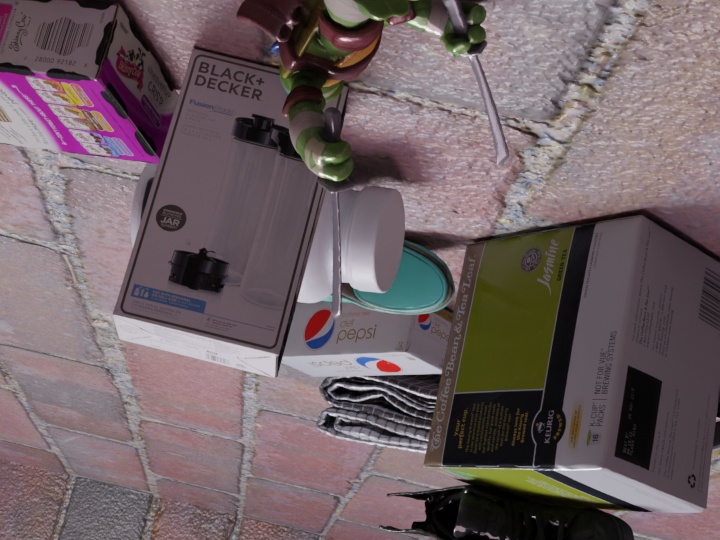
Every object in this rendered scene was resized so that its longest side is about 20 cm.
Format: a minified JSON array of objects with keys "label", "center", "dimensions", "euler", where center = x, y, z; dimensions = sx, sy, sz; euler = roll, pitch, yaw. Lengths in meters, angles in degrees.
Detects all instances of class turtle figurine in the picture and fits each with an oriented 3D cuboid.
[{"label":"turtle figurine","center":[0.025,-0.112,0.749],"dimensions":[0.143,0.201,0.194],"euler":[-18,164,-17]}]

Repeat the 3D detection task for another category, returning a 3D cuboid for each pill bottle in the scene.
[{"label":"pill bottle","center":[-0.071,-0.035,1.081],"dimensions":[0.199,0.113,0.112],"euler":[8,161,17]}]

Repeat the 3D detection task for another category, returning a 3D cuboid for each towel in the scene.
[{"label":"towel","center":[0.070,0.153,1.523],"dimensions":[0.199,0.086,0.166],"euler":[8,180,18]}]

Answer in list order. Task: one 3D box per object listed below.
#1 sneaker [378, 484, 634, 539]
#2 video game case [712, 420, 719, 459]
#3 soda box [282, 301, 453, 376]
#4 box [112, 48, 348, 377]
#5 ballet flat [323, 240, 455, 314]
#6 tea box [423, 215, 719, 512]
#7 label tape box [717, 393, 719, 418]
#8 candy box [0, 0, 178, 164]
[{"label":"sneaker","center":[0.117,0.212,1.125],"dimensions":[0.104,0.060,0.199],"euler":[20,166,-37]},{"label":"video game case","center":[0.266,0.176,1.268],"dimensions":[0.180,0.026,0.200],"euler":[-18,166,10]},{"label":"soda box","center":[0.002,0.069,1.415],"dimensions":[0.199,0.064,0.068],"euler":[-5,155,45]},{"label":"box","center":[-0.087,-0.041,0.937],"dimensions":[0.116,0.201,0.060],"euler":[15,160,1]},{"label":"ballet flat","center":[0.000,0.000,1.236],"dimensions":[0.199,0.068,0.070],"euler":[5,-176,23]},{"label":"tea box","center":[0.176,0.081,1.112],"dimensions":[0.133,0.201,0.196],"euler":[26,159,-36]},{"label":"label tape box","center":[0.370,0.098,1.245],"dimensions":[0.199,0.064,0.144],"euler":[13,163,0]},{"label":"candy box","center":[-0.244,-0.140,0.973],"dimensions":[0.199,0.061,0.136],"euler":[8,161,14]}]
